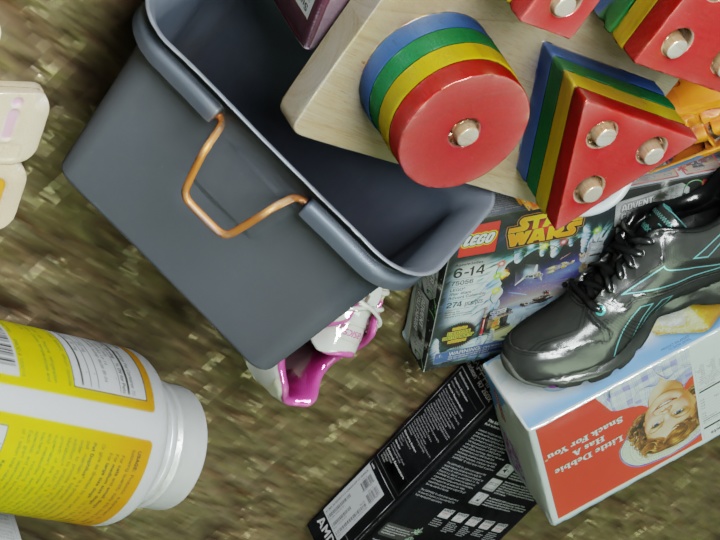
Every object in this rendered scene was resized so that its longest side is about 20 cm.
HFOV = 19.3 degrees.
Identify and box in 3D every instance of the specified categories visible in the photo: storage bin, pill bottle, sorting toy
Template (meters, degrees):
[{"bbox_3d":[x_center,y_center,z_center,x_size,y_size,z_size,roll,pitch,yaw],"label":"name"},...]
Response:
[{"bbox_3d":[-0.057,-0.046,1.094,0.134,0.200,0.146,-45,-178,38],"label":"storage bin"},{"bbox_3d":[-0.190,0.089,1.235,0.200,0.109,0.109,16,124,-41],"label":"pill bottle"},{"bbox_3d":[0.099,-0.108,1.011,0.200,0.070,0.199,13,125,-40],"label":"sorting toy"}]

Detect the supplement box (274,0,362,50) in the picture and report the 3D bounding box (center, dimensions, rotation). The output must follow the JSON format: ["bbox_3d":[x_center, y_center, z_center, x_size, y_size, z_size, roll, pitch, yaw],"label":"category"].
[{"bbox_3d":[0.036,-0.204,0.993,0.110,0.086,0.200,-1,134,-30],"label":"supplement box"}]

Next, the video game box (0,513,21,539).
[{"bbox_3d":[-0.276,0.173,1.217,0.200,0.182,0.047,20,121,-42],"label":"video game box"}]

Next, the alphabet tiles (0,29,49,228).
[{"bbox_3d":[-0.266,-0.060,1.102,0.199,0.015,0.196,-1,134,-30],"label":"alphabet tiles"}]

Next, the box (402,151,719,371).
[{"bbox_3d":[0.133,-0.011,1.375,0.199,0.040,0.137,-12,137,-20],"label":"box"}]

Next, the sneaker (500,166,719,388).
[{"bbox_3d":[0.171,0.001,1.337,0.200,0.075,0.079,-30,128,-10],"label":"sneaker"}]

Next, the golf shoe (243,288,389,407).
[{"bbox_3d":[0.000,0.000,1.264,0.075,0.092,0.200,19,123,-40],"label":"golf shoe"}]

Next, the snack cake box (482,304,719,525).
[{"bbox_3d":[0.190,0.072,1.408,0.200,0.067,0.115,-27,141,-8],"label":"snack cake box"}]

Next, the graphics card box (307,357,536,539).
[{"bbox_3d":[0.072,0.146,1.500,0.125,0.051,0.200,20,120,-43],"label":"graphics card box"}]

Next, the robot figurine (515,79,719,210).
[{"bbox_3d":[0.149,-0.098,1.237,0.199,0.058,0.145,-22,140,21],"label":"robot figurine"}]

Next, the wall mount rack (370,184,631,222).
[{"bbox_3d":[0.078,-0.110,1.152,0.173,0.075,0.201,-12,106,10],"label":"wall mount rack"}]
